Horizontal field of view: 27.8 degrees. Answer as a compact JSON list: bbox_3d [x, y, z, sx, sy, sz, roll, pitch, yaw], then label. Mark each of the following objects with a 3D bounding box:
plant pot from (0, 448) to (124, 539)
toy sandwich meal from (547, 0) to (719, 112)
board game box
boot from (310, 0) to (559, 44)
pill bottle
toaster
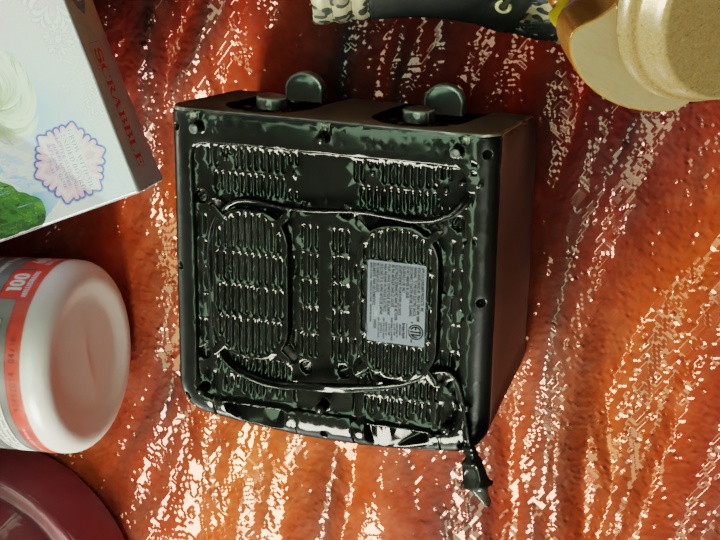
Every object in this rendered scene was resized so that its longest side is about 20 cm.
[{"bbox_3d":[-0.269,0.231,0.927,0.198,0.179,0.202,6,108,19],"label":"plant pot"},{"bbox_3d":[0.178,-0.157,0.660,0.206,0.204,0.070,-53,53,25],"label":"toy sandwich meal"},{"bbox_3d":[-0.236,-0.109,0.803,0.198,0.041,0.202,-18,100,16],"label":"board game box"},{"bbox_3d":[0.049,-0.197,0.686,0.152,0.074,0.205,1,131,1],"label":"boot"},{"bbox_3d":[-0.253,0.048,0.896,0.198,0.116,0.117,2,108,19],"label":"pill bottle"},{"bbox_3d":[0.000,0.000,0.786,0.179,0.119,0.202,7,109,19],"label":"toaster"}]
